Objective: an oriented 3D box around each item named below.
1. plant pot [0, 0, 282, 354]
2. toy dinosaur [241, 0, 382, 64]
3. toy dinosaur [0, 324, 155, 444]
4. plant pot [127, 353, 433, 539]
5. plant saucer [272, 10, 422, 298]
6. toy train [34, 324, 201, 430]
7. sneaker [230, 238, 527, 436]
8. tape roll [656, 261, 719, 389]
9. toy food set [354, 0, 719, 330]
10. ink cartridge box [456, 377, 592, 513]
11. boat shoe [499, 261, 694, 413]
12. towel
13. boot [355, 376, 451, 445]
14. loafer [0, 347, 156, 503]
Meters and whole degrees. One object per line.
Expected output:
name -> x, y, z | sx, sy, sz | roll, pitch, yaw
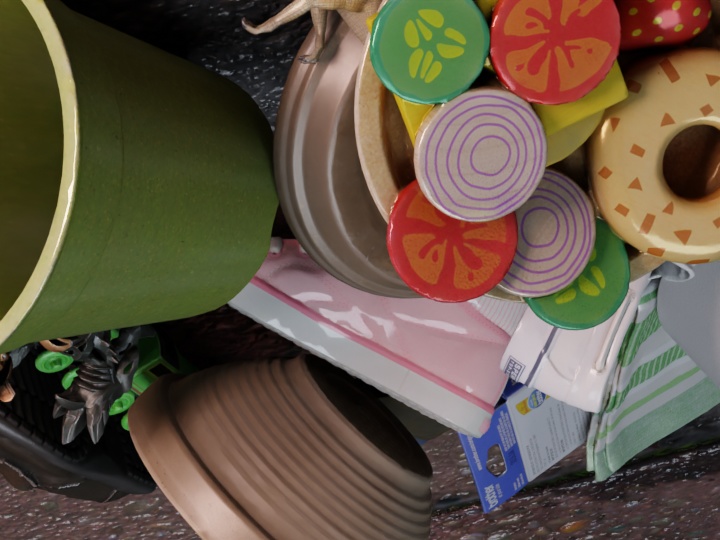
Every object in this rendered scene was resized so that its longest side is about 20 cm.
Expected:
plant pot -> -0.140, -0.044, 1.283 | 0.200, 0.200, 0.190 | -32, 159, 32
toy dinosaur -> -0.004, -0.158, 1.229 | 0.101, 0.058, 0.200 | -1, 118, 4
toy dinosaur -> -0.171, 0.015, 1.411 | 0.200, 0.102, 0.136 | -24, 142, 6
plant pot -> -0.027, 0.112, 1.539 | 0.093, 0.201, 0.201 | -48, 142, 10
plant saucer -> 0.051, -0.072, 1.330 | 0.200, 0.029, 0.200 | -15, 123, -25
toy train -> -0.127, 0.060, 1.597 | 0.056, 0.042, 0.200 | -31, 148, 11
sneaker -> 0.000, 0.000, 1.486 | 0.200, 0.105, 0.075 | 28, 179, -5
tape roll -> 0.279, 0.010, 1.486 | 0.203, 0.139, 0.203 | -30, 150, -19
toy food set -> 0.090, -0.071, 1.223 | 0.198, 0.049, 0.200 | -26, 113, -8
ink cartridge box -> 0.135, 0.050, 1.605 | 0.200, 0.042, 0.119 | -37, 152, -9
boat shoe -> 0.146, -0.018, 1.420 | 0.065, 0.200, 0.074 | 29, 171, 8
towel -> 0.198, 0.033, 1.591 | 0.153, 0.023, 0.200 | -30, 151, -20
boot -> 0.017, 0.065, 1.624 | 0.097, 0.075, 0.200 | -31, 148, 26
loafer -> -0.191, 0.100, 1.603 | 0.071, 0.073, 0.200 | -24, 149, 17
